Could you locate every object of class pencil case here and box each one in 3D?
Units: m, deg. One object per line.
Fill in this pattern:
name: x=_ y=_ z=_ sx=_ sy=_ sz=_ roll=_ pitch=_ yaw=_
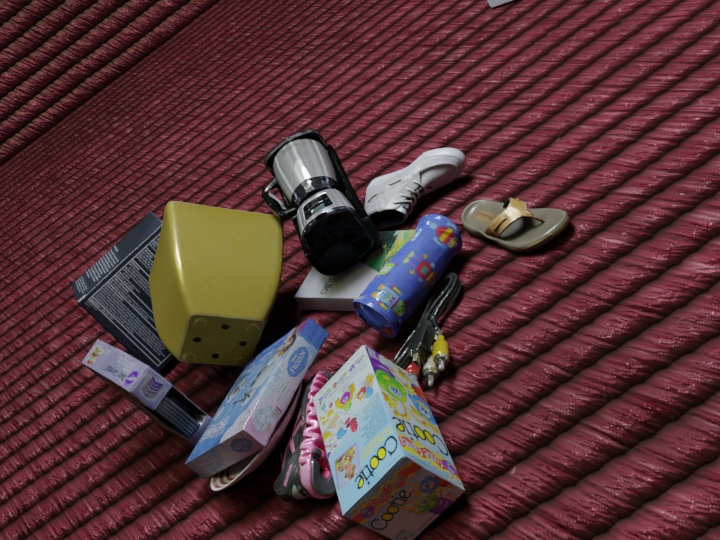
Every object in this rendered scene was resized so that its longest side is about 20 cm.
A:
pencil case: x=0.070 y=0.005 z=1.227 sx=0.200 sy=0.078 sz=0.087 roll=-51 pitch=25 yaw=-25

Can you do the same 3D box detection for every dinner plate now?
dinner plate: x=-0.140 y=0.228 z=1.181 sx=0.200 sy=0.024 sz=0.200 roll=-46 pitch=14 yaw=15

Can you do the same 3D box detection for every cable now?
cable: x=0.098 y=0.088 z=1.170 sx=0.097 sy=0.050 sz=0.200 roll=-35 pitch=17 yaw=37

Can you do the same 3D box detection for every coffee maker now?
coffee maker: x=-0.047 y=-0.102 z=1.362 sx=0.135 sy=0.191 sz=0.201 roll=-45 pitch=49 yaw=25

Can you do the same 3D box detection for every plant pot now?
plant pot: x=-0.227 y=0.038 z=1.341 sx=0.201 sy=0.193 sz=0.196 roll=-104 pitch=28 yaw=-43

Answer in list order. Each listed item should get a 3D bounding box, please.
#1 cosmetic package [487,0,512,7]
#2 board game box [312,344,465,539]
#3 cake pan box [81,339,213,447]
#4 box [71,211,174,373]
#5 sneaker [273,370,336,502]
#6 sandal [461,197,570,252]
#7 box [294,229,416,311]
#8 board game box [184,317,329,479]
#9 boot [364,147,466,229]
cosmetic package: x=0.357 y=-0.674 z=1.737 sx=0.198 sy=0.123 sz=0.201 roll=-6 pitch=46 yaw=40
board game box: x=0.028 y=0.204 z=1.003 sx=0.105 sy=0.103 sz=0.200 roll=-47 pitch=30 yaw=16
cake pan box: x=-0.314 y=0.195 z=1.286 sx=0.199 sy=0.184 sz=0.052 roll=13 pitch=62 yaw=49
box: x=-0.370 y=0.040 z=1.504 sx=0.198 sy=0.200 sz=0.123 roll=-43 pitch=27 yaw=-8
sneaker: x=-0.073 y=0.223 z=1.132 sx=0.095 sy=0.079 sz=0.201 roll=-31 pitch=31 yaw=32
sandal: x=0.213 y=-0.078 z=1.224 sx=0.080 sy=0.054 sz=0.199 roll=-49 pitch=34 yaw=-15
box: x=0.000 y=0.000 z=1.353 sx=0.199 sy=0.036 sz=0.145 roll=0 pitch=49 yaw=42
board game box: x=-0.148 y=0.182 z=1.189 sx=0.200 sy=0.043 sz=0.200 roll=-37 pitch=19 yaw=48
boot: x=0.088 y=-0.127 z=1.402 sx=0.199 sy=0.073 sz=0.096 roll=-23 pitch=41 yaw=37
